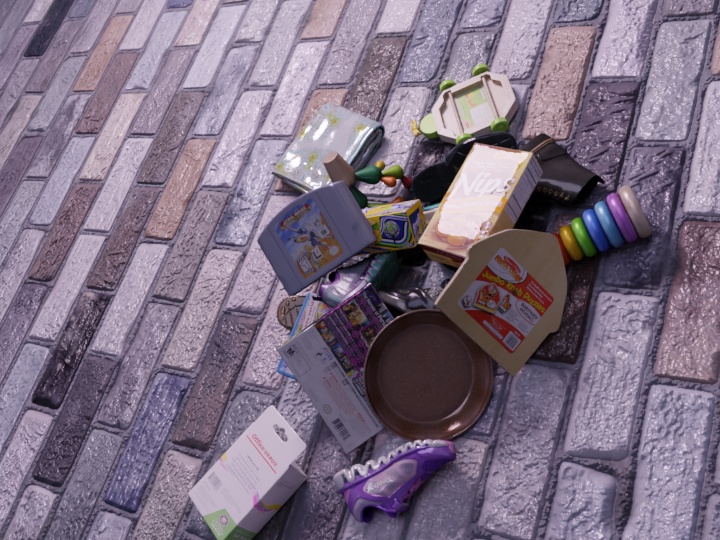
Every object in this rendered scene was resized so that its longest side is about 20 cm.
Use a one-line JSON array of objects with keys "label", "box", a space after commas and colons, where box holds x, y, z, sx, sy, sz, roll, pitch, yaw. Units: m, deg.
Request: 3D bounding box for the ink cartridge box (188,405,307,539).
[{"label": "ink cartridge box", "box": [-0.168, 0.332, 1.311, 0.200, 0.067, 0.117, -47, 51, -3]}]

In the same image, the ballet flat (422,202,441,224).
[{"label": "ballet flat", "box": [0.109, -0.084, 1.415, 0.198, 0.070, 0.070, -8, 58, 14]}]

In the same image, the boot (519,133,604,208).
[{"label": "boot", "box": [0.287, -0.124, 1.339, 0.200, 0.077, 0.138, -46, 56, -2]}]

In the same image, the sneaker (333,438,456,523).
[{"label": "sneaker", "box": [0.058, 0.314, 1.201, 0.199, 0.080, 0.089, -27, 59, 17]}]

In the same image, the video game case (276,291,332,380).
[{"label": "video game case", "box": [-0.021, 0.135, 1.328, 0.198, 0.018, 0.144, 20, 78, 11]}]

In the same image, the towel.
[{"label": "towel", "box": [-0.066, -0.234, 1.608, 0.171, 0.048, 0.201, 32, 80, 37]}]

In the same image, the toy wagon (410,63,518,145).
[{"label": "toy wagon", "box": [0.190, -0.295, 1.512, 0.198, 0.040, 0.156, -22, 54, 16]}]

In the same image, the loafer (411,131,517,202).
[{"label": "loafer", "box": [0.182, -0.189, 1.415, 0.198, 0.073, 0.072, -22, 10, 25]}]

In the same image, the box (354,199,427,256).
[{"label": "box", "box": [0.008, -0.066, 1.371, 0.198, 0.065, 0.070, -9, 17, 28]}]

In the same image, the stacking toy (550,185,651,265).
[{"label": "stacking toy", "box": [0.342, -0.053, 1.264, 0.199, 0.085, 0.086, -26, 53, 18]}]

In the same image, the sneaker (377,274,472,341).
[{"label": "sneaker", "box": [0.126, 0.047, 1.318, 0.198, 0.076, 0.115, 15, 67, 27]}]

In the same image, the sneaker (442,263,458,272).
[{"label": "sneaker", "box": [0.187, -0.037, 1.331, 0.199, 0.075, 0.079, 17, 69, 40]}]

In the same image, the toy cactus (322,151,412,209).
[{"label": "toy cactus", "box": [-0.013, -0.147, 1.461, 0.199, 0.166, 0.102, -34, 33, 3]}]

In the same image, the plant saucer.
[{"label": "plant saucer", "box": [0.101, 0.159, 1.235, 0.198, 0.037, 0.203, 0, 91, -3]}]

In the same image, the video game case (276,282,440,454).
[{"label": "video game case", "box": [-0.003, 0.152, 1.264, 0.180, 0.036, 0.201, -35, 93, -1]}]

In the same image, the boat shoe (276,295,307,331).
[{"label": "boat shoe", "box": [-0.041, 0.083, 1.391, 0.198, 0.068, 0.073, 4, 72, 10]}]

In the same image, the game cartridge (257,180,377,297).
[{"label": "game cartridge", "box": [-0.080, -0.057, 1.357, 0.199, 0.041, 0.134, -33, 91, 30]}]

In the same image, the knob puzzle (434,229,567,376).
[{"label": "knob puzzle", "box": [0.228, 0.026, 1.223, 0.220, 0.220, 0.030, -49, 17, -6]}]

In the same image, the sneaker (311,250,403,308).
[{"label": "sneaker", "box": [0.000, 0.000, 1.366, 0.087, 0.075, 0.200, 20, 38, 22]}]

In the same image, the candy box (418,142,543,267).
[{"label": "candy box", "box": [0.190, -0.100, 1.282, 0.115, 0.055, 0.201, 18, 72, 40]}]
